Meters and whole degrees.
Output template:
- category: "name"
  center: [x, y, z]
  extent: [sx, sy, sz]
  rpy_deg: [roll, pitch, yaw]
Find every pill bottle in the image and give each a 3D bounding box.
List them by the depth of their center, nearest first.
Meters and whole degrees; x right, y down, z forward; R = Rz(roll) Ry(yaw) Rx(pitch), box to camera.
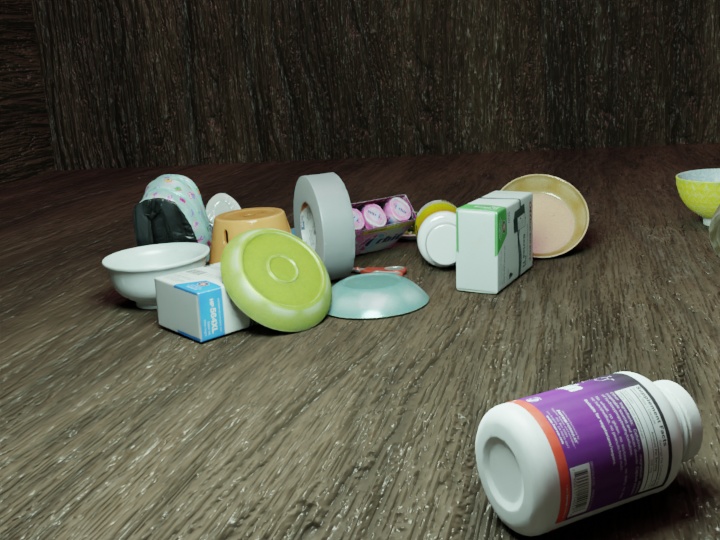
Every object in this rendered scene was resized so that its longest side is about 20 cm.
- category: "pill bottle"
  center: [0.210, 0.159, 0.779]
  extent: [0.196, 0.116, 0.112]
  rpy_deg: [-10, 15, -24]
- category: "pill bottle"
  center: [0.165, -0.073, 1.731]
  extent: [0.106, 0.112, 0.200]
  rpy_deg: [-3, 13, 2]

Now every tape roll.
- category: "tape roll"
  center: [-0.071, -0.082, 1.646]
  extent: [0.065, 0.206, 0.200]
  rpy_deg: [-8, 14, -19]

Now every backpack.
- category: "backpack"
  center: [-0.375, -0.087, 1.722]
  extent: [0.162, 0.203, 0.128]
  rpy_deg: [-5, 38, 10]

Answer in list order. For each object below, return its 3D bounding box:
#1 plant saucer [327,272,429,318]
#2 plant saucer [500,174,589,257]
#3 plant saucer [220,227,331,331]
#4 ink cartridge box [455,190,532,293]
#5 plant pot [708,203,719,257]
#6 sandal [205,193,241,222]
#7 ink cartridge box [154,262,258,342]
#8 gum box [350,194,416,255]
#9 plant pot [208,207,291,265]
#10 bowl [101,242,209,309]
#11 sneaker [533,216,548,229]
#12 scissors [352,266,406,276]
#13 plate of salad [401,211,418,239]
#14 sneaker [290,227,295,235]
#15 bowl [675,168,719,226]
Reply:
- category: "plant saucer"
  center: [0.021, 0.036, 1.486]
  extent: [0.195, 0.040, 0.201]
  rpy_deg: [-4, 15, 1]
- category: "plant saucer"
  center: [0.366, -0.105, 1.759]
  extent: [0.195, 0.205, 0.036]
  rpy_deg: [-3, -30, 6]
- category: "plant saucer"
  center: [-0.129, 0.005, 1.392]
  extent: [0.197, 0.202, 0.031]
  rpy_deg: [-15, -25, -40]
- category: "ink cartridge box"
  center: [0.247, -0.057, 1.564]
  extent: [0.081, 0.151, 0.199]
  rpy_deg: [5, 17, 28]
- category: "plant pot"
  center: [0.719, -0.093, 1.540]
  extent: [0.172, 0.204, 0.198]
  rpy_deg: [-31, 25, -28]
- category: "sandal"
  center: [-0.268, -0.075, 1.831]
  extent: [0.081, 0.204, 0.050]
  rpy_deg: [-32, -24, -7]
- category: "ink cartridge box"
  center: [-0.222, 0.042, 1.436]
  extent: [0.197, 0.087, 0.144]
  rpy_deg: [-14, 18, -40]
- category: "gum box"
  center: [0.010, -0.091, 1.812]
  extent: [0.197, 0.067, 0.114]
  rpy_deg: [-14, -22, -40]
- category: "plant pot"
  center: [-0.206, -0.038, 1.641]
  extent: [0.194, 0.144, 0.200]
  rpy_deg: [-5, 14, 1]
- category: "bowl"
  center: [-0.371, 0.014, 1.582]
  extent: [0.195, 0.093, 0.201]
  rpy_deg: [-3, 14, 1]
- category: "sneaker"
  center: [0.346, -0.100, 1.857]
  extent: [0.112, 0.078, 0.198]
  rpy_deg: [-5, 18, -31]
- category: "scissors"
  center: [0.000, 0.000, 1.688]
  extent: [0.195, 0.014, 0.073]
  rpy_deg: [4, 18, 26]
- category: "plate of salad"
  center: [0.136, -0.112, 2.031]
  extent: [0.194, 0.049, 0.200]
  rpy_deg: [-4, 13, 1]
- category: "sneaker"
  center: [-0.159, -0.069, 1.881]
  extent: [0.127, 0.082, 0.200]
  rpy_deg: [-4, 13, -4]
- category: "bowl"
  center: [0.792, -0.156, 1.880]
  extent: [0.194, 0.111, 0.200]
  rpy_deg: [-4, 14, 1]
